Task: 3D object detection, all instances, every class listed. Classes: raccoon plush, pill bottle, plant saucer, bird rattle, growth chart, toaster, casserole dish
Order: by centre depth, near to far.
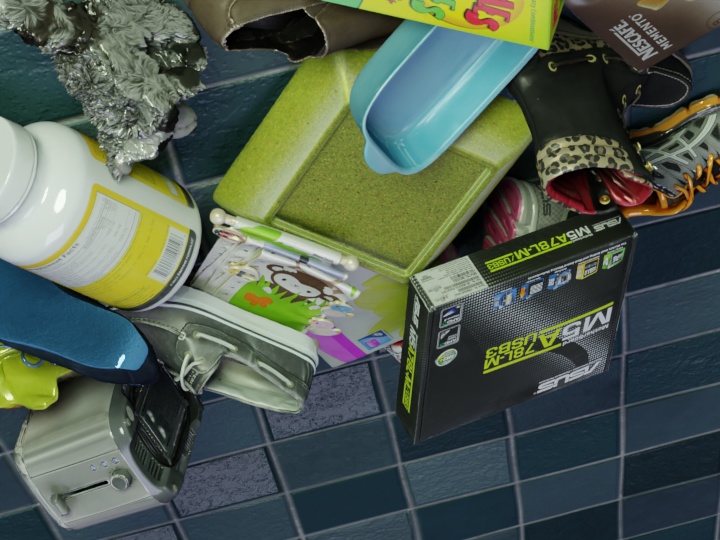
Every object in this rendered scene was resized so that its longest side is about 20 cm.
[{"bbox_3d":[-0.201,-0.149,1.502,0.199,0.097,0.134,33,146,-15],"label":"raccoon plush"},{"bbox_3d":[0.065,-0.159,1.529,0.200,0.039,0.121,-47,148,1],"label":"casserole dish"},{"bbox_3d":[-0.222,-0.047,1.596,0.112,0.113,0.200,-30,146,25],"label":"pill bottle"},{"bbox_3d":[0.014,-0.074,1.639,0.199,0.048,0.200,21,127,-23],"label":"plant saucer"},{"bbox_3d":[-0.070,0.012,1.710,0.144,0.018,0.200,17,154,-7],"label":"growth chart"},{"bbox_3d":[-0.322,0.097,1.811,0.199,0.113,0.163,-26,164,25],"label":"bird rattle"},{"bbox_3d":[-0.225,0.141,1.866,0.129,0.200,0.114,-22,118,19],"label":"toaster"}]

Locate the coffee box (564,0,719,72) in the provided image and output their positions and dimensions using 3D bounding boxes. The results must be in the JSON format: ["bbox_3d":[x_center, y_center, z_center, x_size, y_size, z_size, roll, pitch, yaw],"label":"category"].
[{"bbox_3d":[0.192,-0.238,1.493,0.114,0.080,0.200,-28,147,22],"label":"coffee box"}]

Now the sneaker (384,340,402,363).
[{"bbox_3d":[0.112,0.037,1.925,0.201,0.068,0.108,-23,151,19],"label":"sneaker"}]

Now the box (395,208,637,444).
[{"bbox_3d":[0.129,0.047,1.765,0.199,0.048,0.194,-19,142,-19],"label":"box"}]

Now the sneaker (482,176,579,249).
[{"bbox_3d":[0.153,0.004,1.847,0.087,0.074,0.201,-8,124,-22],"label":"sneaker"}]

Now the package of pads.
[{"bbox_3d":[0.000,0.000,1.813,0.154,0.069,0.200,-23,148,15],"label":"package of pads"}]

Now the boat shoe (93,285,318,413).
[{"bbox_3d":[-0.128,0.067,1.734,0.199,0.071,0.072,15,141,-13],"label":"boat shoe"}]

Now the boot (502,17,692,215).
[{"bbox_3d":[0.194,-0.117,1.623,0.199,0.151,0.073,12,141,-37],"label":"boot"}]

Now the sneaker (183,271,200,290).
[{"bbox_3d":[-0.161,0.049,1.829,0.080,0.072,0.200,-29,139,24],"label":"sneaker"}]

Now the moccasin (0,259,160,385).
[{"bbox_3d":[-0.246,0.052,1.687,0.081,0.199,0.068,-54,146,-11],"label":"moccasin"}]

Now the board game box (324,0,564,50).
[{"bbox_3d":[0.038,-0.217,1.403,0.199,0.048,0.102,14,151,10],"label":"board game box"}]

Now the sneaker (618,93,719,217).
[{"bbox_3d":[0.272,-0.088,1.780,0.199,0.078,0.078,-21,148,7],"label":"sneaker"}]

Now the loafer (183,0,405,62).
[{"bbox_3d":[-0.032,-0.177,1.503,0.199,0.071,0.073,-1,147,-26],"label":"loafer"}]
